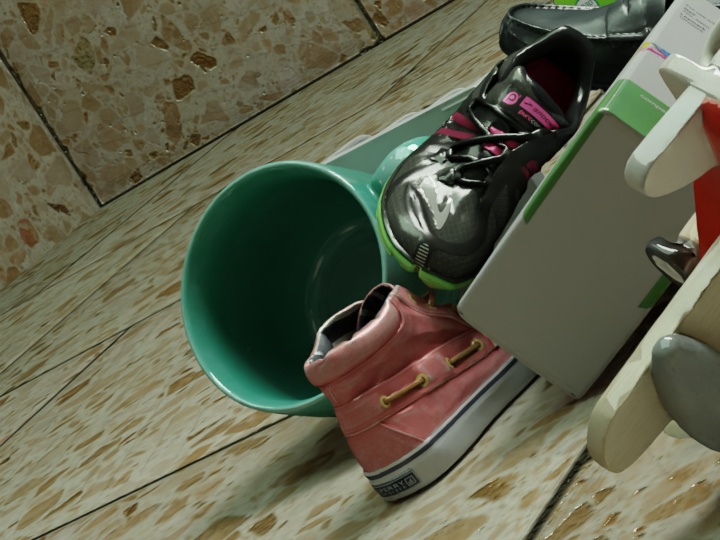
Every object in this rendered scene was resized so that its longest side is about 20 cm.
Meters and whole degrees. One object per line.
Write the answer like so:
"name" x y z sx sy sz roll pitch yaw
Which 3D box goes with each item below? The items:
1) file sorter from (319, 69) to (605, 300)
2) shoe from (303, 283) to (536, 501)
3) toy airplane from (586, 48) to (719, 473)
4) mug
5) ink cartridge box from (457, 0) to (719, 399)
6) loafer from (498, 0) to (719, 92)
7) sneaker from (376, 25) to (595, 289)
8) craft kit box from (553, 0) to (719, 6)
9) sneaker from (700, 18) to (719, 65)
"file sorter" 0.069 -0.047 1.503 0.200 0.139 0.124 -25 10 42
"shoe" 0.043 0.038 1.285 0.071 0.091 0.200 -26 12 39
"toy airplane" 0.184 -0.019 0.946 0.199 0.141 0.200 -25 -33 -48
"mug" -0.003 0.011 1.412 0.185 0.152 0.114 -11 -11 33
"ink cartridge box" 0.146 -0.045 1.239 0.145 0.084 0.200 -56 -3 31
"loafer" 0.179 -0.143 1.387 0.200 0.071 0.068 10 32 22
"sneaker" 0.072 -0.070 1.305 0.200 0.077 0.084 -57 -2 -37
"craft kit box" 0.235 -0.185 1.635 0.197 0.049 0.200 -15 -1 5
"sneaker" 0.232 -0.084 1.122 0.076 0.104 0.200 -70 23 7
